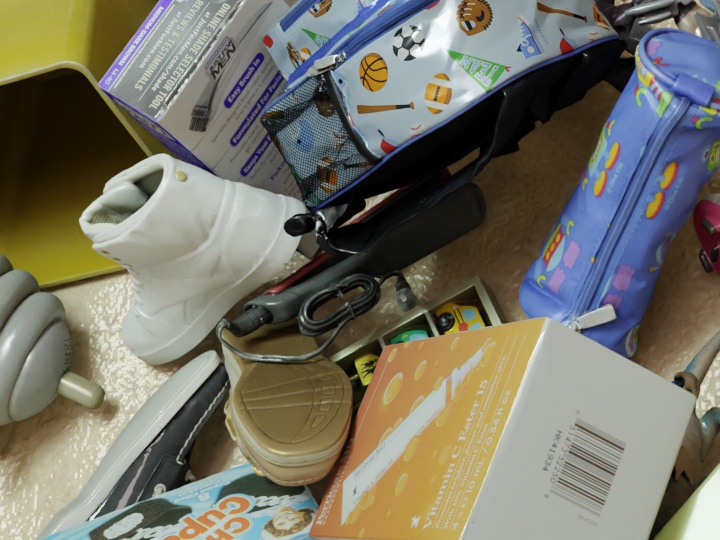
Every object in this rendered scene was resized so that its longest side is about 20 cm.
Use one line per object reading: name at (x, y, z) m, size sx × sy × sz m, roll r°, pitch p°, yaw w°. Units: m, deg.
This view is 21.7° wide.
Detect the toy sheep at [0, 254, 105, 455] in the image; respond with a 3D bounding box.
toy sheep at (-0.266, 0.051, 1.274) m, size 0.200 × 0.138 × 0.138 m, roll 24°, pitch 77°, yaw 1°

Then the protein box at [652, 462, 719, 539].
protein box at (0.210, 0.239, 0.943) m, size 0.200 × 0.135 × 0.198 m, roll -49°, pitch 55°, yaw -1°

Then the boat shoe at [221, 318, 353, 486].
boat shoe at (-0.044, 0.089, 1.137) m, size 0.073 × 0.069 × 0.200 m, roll -5°, pitch 20°, yaw -7°

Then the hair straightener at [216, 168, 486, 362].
hair straightener at (0.000, 0.000, 1.160) m, size 0.200 × 0.041 × 0.077 m, roll -29°, pitch 36°, yaw -25°

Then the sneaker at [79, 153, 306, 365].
sneaker at (-0.132, -0.012, 1.195) m, size 0.200 × 0.115 × 0.074 m, roll -40°, pitch 36°, yaw 47°

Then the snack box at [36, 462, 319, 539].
snack box at (-0.120, 0.175, 1.119) m, size 0.199 × 0.037 × 0.116 m, roll -20°, pitch 21°, yaw -10°

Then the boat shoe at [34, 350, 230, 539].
boat shoe at (-0.143, 0.142, 1.207) m, size 0.060 × 0.074 × 0.200 m, roll 40°, pitch 78°, yaw -11°

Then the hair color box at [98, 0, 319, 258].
hair color box at (-0.066, -0.102, 1.198) m, size 0.065 × 0.200 × 0.109 m, roll 31°, pitch 83°, yaw 35°

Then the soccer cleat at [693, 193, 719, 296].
soccer cleat at (0.273, 0.018, 1.066) m, size 0.086 × 0.070 × 0.200 m, roll -31°, pitch 56°, yaw -12°

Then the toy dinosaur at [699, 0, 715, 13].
toy dinosaur at (0.222, -0.219, 1.211) m, size 0.199 × 0.105 × 0.182 m, roll 5°, pitch 54°, yaw -8°

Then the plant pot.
plant pot at (-0.218, -0.123, 1.298) m, size 0.199 × 0.200 × 0.177 m, roll -13°, pitch 51°, yaw 21°

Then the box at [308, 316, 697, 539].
box at (0.070, 0.107, 1.002) m, size 0.200 × 0.097 × 0.125 m, roll -17°, pitch 48°, yaw 66°

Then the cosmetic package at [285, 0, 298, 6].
cosmetic package at (-0.056, -0.233, 1.294) m, size 0.199 × 0.102 × 0.074 m, roll 10°, pitch 70°, yaw 15°

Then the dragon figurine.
dragon figurine at (0.165, 0.109, 1.058) m, size 0.099 × 0.059 × 0.200 m, roll -40°, pitch 24°, yaw 44°

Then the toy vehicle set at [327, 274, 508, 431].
toy vehicle set at (0.059, 0.114, 1.141) m, size 0.124 × 0.027 × 0.200 m, roll -30°, pitch 57°, yaw 11°

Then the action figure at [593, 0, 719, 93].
action figure at (0.175, -0.125, 1.149) m, size 0.069 × 0.130 × 0.200 m, roll -29°, pitch 35°, yaw -25°

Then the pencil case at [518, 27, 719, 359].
pencil case at (0.157, -0.038, 1.079) m, size 0.078 × 0.087 × 0.200 m, roll 24°, pitch 120°, yaw 3°

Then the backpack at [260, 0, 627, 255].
backpack at (0.051, -0.125, 1.105) m, size 0.190 × 0.200 × 0.154 m, roll -21°, pitch 98°, yaw 50°
